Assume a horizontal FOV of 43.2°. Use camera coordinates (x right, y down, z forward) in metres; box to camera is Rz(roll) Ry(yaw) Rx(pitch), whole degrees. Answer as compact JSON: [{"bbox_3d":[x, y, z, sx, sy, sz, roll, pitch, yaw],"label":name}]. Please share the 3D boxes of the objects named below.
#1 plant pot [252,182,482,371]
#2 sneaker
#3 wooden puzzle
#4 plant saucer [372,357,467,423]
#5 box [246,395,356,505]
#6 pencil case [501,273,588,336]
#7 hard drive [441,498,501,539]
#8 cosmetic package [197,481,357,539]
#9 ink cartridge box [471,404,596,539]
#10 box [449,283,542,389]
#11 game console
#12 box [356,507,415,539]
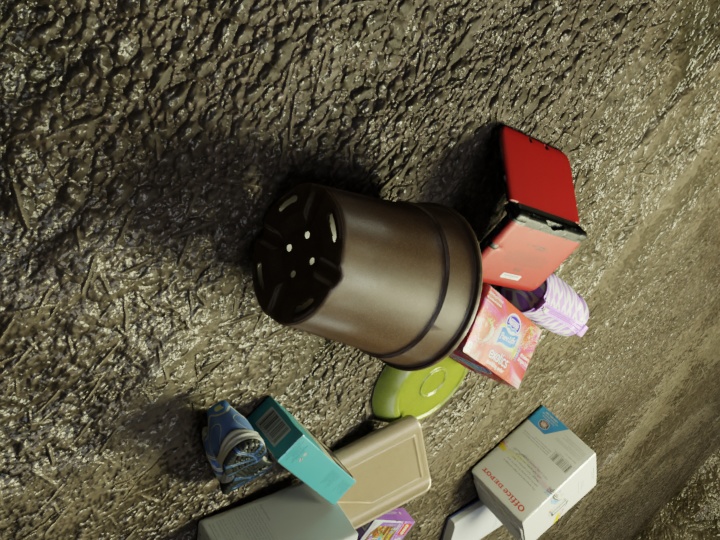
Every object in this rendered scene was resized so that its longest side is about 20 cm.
[{"bbox_3d":[0.000,0.000,1.011,0.197,0.200,0.202,15,113,-44],"label":"plant pot"},{"bbox_3d":[-0.158,0.224,1.151,0.075,0.077,0.201,-26,158,-22],"label":"sneaker"},{"bbox_3d":[0.019,0.322,1.443,0.183,0.037,0.201,-25,136,-10],"label":"wooden puzzle"},{"bbox_3d":[0.104,0.165,1.403,0.198,0.031,0.202,-27,140,-25],"label":"plant saucer"},{"bbox_3d":[-0.078,0.250,1.247,0.049,0.082,0.200,-43,145,-6],"label":"box"},{"bbox_3d":[0.298,0.050,1.451,0.084,0.085,0.199,-55,145,9],"label":"pencil case"},{"bbox_3d":[0.250,0.516,1.894,0.198,0.025,0.133,-21,137,-33],"label":"hard drive"},{"bbox_3d":[-0.127,0.434,1.323,0.198,0.123,0.201,-16,135,-31],"label":"cosmetic package"},{"bbox_3d":[0.339,0.404,1.776,0.199,0.147,0.145,-37,144,-13],"label":"ink cartridge box"},{"bbox_3d":[0.172,0.087,1.314,0.200,0.095,0.101,36,76,-51],"label":"box"},{"bbox_3d":[0.214,-0.077,1.244,0.199,0.119,0.173,10,128,-49],"label":"game console"},{"bbox_3d":[-0.005,0.503,1.601,0.201,0.039,0.136,-54,144,9],"label":"box"}]
